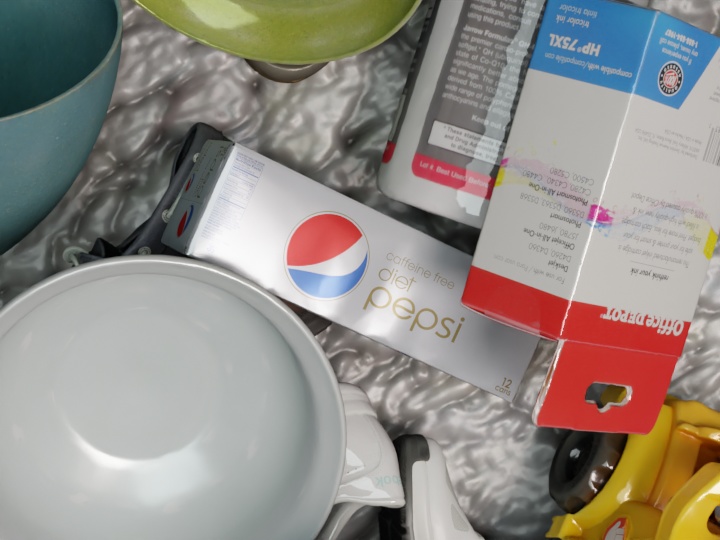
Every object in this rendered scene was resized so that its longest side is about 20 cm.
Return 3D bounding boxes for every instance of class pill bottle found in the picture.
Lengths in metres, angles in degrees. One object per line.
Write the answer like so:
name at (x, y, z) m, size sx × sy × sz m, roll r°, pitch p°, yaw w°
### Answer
pill bottle at (0.088, -0.120, 0.905) m, size 0.110 × 0.111 × 0.201 m, roll 18°, pitch 95°, yaw 1°

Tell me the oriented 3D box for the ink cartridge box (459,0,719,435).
ink cartridge box at (0.121, -0.025, 0.845) m, size 0.067 × 0.116 × 0.201 m, roll 21°, pitch 97°, yaw 41°

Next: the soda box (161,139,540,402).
soda box at (0.000, 0.000, 0.908) m, size 0.200 × 0.068 × 0.064 m, roll 26°, pitch 88°, yaw -18°

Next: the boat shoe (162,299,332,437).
boat shoe at (-0.097, 0.079, 0.948) m, size 0.065 × 0.073 × 0.200 m, roll 41°, pitch 95°, yaw 4°

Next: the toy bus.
toy bus at (0.174, 0.154, 0.859) m, size 0.135 × 0.192 × 0.200 m, roll 27°, pitch 70°, yaw -13°

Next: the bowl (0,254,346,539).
bowl at (-0.110, 0.073, 0.863) m, size 0.200 × 0.090 × 0.202 m, roll -3°, pitch 111°, yaw -7°

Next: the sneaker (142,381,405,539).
sneaker at (-0.065, 0.148, 0.930) m, size 0.200 × 0.075 × 0.089 m, roll -36°, pitch 63°, yaw 14°

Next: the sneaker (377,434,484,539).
sneaker at (0.078, 0.182, 0.959) m, size 0.115 × 0.076 × 0.201 m, roll -10°, pitch 96°, yaw -9°

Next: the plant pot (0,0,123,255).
plant pot at (-0.226, -0.078, 0.900) m, size 0.199 × 0.200 × 0.135 m, roll 9°, pitch 130°, yaw 2°

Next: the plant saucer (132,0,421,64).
plant saucer at (-0.056, -0.188, 0.862) m, size 0.199 × 0.200 × 0.031 m, roll 19°, pitch 53°, yaw 1°

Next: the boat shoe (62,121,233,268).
boat shoe at (-0.136, 0.000, 0.938) m, size 0.200 × 0.073 × 0.063 m, roll -43°, pitch 113°, yaw -3°

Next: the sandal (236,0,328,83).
sandal at (-0.009, -0.196, 0.932) m, size 0.082 × 0.055 × 0.200 m, roll 31°, pitch 95°, yaw 0°
